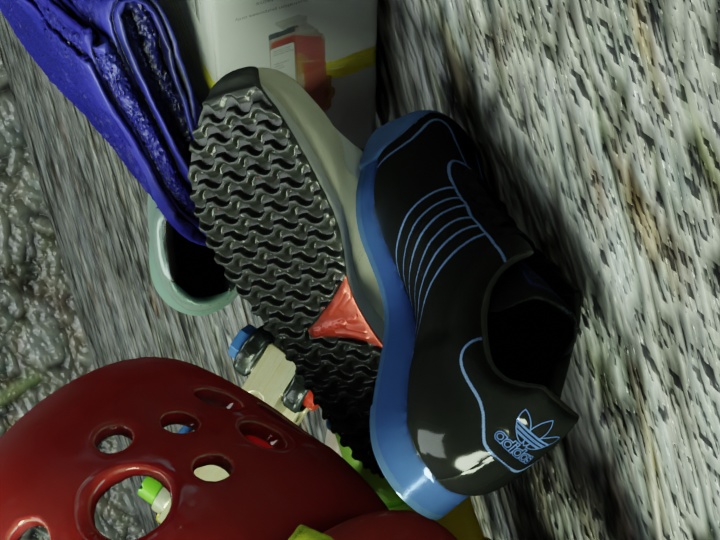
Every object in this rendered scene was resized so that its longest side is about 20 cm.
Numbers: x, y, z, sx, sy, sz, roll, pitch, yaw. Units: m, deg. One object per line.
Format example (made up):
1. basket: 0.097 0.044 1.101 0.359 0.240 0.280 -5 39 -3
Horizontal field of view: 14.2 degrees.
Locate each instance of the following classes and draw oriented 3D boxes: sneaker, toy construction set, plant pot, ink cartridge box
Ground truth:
1. sneaker: 0.000 -0.011 1.231 0.070 0.093 0.200 -14 115 37
2. toy construction set: -0.053 0.075 1.579 0.131 0.092 0.201 -10 -61 -74
3. plant pot: -0.059 0.161 1.234 0.182 0.200 0.201 28 143 36
4. sneaker: 0.048 0.004 1.139 0.070 0.078 0.200 37 -145 -36
5. ink cartridge box: -0.052 -0.152 1.314 0.200 0.083 0.145 91 159 -61
6. sneaker: -0.064 -0.075 1.428 0.118 0.073 0.201 -159 74 -83

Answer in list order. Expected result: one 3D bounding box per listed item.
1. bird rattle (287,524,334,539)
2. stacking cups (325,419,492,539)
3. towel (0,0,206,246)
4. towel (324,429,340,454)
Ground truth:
1. bird rattle: 0.027 0.172 1.125 0.200 0.163 0.113 8 -139 -51
2. stacking cups: 0.001 0.044 1.301 0.060 0.060 0.201 -154 44 -76
3. towel: -0.127 -0.102 1.338 0.200 0.049 0.148 47 164 51
4. towel: 0.003 0.147 1.506 0.200 0.032 0.192 176 102 -80
